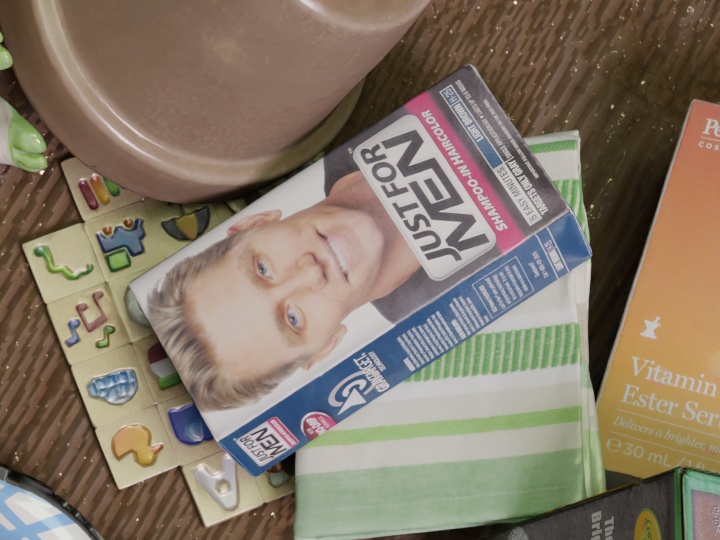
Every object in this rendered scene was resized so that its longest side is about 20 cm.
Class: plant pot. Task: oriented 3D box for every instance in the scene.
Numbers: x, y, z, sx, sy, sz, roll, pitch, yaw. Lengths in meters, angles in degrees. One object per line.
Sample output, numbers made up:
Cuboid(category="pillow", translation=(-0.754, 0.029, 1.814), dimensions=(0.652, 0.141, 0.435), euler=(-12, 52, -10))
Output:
Cuboid(category="plant pot", translation=(-0.050, -0.144, 1.087), dimensions=(0.199, 0.174, 0.201), euler=(7, 77, -33))

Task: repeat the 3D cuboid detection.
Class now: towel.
Cuboid(category="towel", translation=(0.042, 0.031, 1.124), dimensions=(0.152, 0.023, 0.201), euler=(-6, 67, 14))

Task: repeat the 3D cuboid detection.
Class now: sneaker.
Cuboid(category="sneaker", translation=(-0.142, 0.151, 1.088), dimensions=(0.200, 0.072, 0.073), euler=(38, 82, 1))

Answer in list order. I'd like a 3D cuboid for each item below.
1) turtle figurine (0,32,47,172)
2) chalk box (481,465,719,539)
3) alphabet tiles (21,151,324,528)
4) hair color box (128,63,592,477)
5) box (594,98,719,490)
Cuboid(category="turtle figurine", translation=(-0.231, -0.032, 1.053), dimensions=(0.194, 0.200, 0.144), euler=(-36, 101, -22))
Cuboid(category="chalk box", translation=(0.157, 0.165, 1.012), dimensions=(0.123, 0.200, 0.125), euler=(14, 67, -29))
Cuboid(category="alphabet tiles", translation=(-0.071, 0.021, 1.163), dimensions=(0.166, 0.006, 0.201), euler=(-21, 83, -17))
Cuboid(category="hair color box", translation=(0.000, 0.000, 1.103), dimensions=(0.200, 0.061, 0.100), euler=(-34, 63, 1))
Cuboid(category="box", translation=(0.212, 0.038, 1.144), dimensions=(0.152, 0.106, 0.201), euler=(14, 74, 17))
